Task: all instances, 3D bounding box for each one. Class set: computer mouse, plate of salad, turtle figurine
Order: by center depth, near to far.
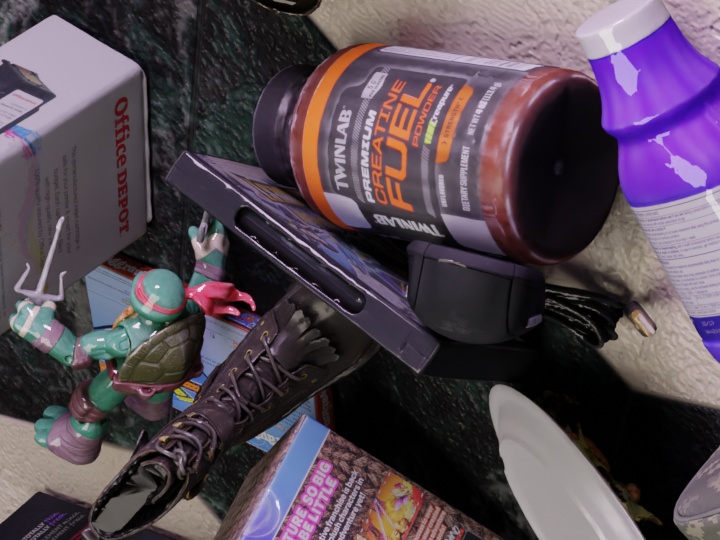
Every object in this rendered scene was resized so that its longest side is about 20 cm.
[{"bbox_3d":[0.088,0.023,1.489,0.140,0.046,0.200,15,179,2],"label":"computer mouse"},{"bbox_3d":[0.141,0.145,1.631,0.200,0.048,0.200,54,168,17],"label":"plate of salad"},{"bbox_3d":[-0.143,0.037,1.748,0.101,0.150,0.200,62,150,29],"label":"turtle figurine"}]

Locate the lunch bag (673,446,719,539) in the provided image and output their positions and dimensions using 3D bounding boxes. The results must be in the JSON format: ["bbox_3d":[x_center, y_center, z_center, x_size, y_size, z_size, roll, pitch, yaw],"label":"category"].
[{"bbox_3d":[0.285,0.135,1.415,0.168,0.139,0.200,52,143,-11],"label":"lunch bag"}]

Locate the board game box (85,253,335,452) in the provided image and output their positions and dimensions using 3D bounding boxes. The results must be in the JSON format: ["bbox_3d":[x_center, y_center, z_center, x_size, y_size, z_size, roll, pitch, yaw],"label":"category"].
[{"bbox_3d":[-0.099,0.059,1.852,0.200,0.019,0.103,23,134,32],"label":"board game box"}]

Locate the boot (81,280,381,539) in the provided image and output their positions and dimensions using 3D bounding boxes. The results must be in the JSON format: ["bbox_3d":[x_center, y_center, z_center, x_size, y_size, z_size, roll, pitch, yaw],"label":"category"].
[{"bbox_3d":[-0.072,0.082,1.690,0.069,0.174,0.200,45,126,3],"label":"boot"}]

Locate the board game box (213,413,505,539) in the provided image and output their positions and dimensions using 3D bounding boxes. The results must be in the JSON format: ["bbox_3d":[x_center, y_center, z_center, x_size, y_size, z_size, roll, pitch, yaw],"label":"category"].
[{"bbox_3d":[0.000,0.217,1.725,0.200,0.159,0.097,33,144,-6],"label":"board game box"}]

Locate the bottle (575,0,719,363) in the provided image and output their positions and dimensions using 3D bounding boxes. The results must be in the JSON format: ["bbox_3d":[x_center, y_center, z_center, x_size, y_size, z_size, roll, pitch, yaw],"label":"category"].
[{"bbox_3d":[0.175,-0.046,1.428,0.084,0.065,0.200,-14,111,50],"label":"bottle"}]

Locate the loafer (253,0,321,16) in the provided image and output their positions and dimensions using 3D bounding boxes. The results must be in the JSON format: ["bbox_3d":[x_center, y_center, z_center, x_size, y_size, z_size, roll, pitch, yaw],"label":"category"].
[{"bbox_3d":[-0.063,-0.177,1.496,0.073,0.071,0.200,13,166,16],"label":"loafer"}]

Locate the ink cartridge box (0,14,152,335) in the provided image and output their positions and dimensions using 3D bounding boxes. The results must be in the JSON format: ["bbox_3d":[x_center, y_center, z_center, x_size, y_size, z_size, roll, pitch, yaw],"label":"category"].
[{"bbox_3d":[-0.230,-0.045,1.745,0.083,0.200,0.146,31,140,28],"label":"ink cartridge box"}]

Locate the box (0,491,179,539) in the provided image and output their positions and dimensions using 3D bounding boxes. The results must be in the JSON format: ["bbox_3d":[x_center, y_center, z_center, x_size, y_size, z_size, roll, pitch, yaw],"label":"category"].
[{"bbox_3d":[-0.192,0.256,2.036,0.200,0.122,0.106,14,132,39],"label":"box"}]

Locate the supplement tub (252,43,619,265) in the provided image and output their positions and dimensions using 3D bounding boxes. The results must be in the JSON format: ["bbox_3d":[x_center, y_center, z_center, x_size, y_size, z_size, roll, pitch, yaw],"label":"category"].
[{"bbox_3d":[0.036,-0.067,1.522,0.200,0.107,0.107,11,129,41],"label":"supplement tub"}]

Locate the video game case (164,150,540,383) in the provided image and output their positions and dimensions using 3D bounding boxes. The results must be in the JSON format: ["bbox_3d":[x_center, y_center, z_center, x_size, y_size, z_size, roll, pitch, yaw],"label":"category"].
[{"bbox_3d":[0.000,0.000,1.576,0.181,0.200,0.026,37,98,17],"label":"video game case"}]
